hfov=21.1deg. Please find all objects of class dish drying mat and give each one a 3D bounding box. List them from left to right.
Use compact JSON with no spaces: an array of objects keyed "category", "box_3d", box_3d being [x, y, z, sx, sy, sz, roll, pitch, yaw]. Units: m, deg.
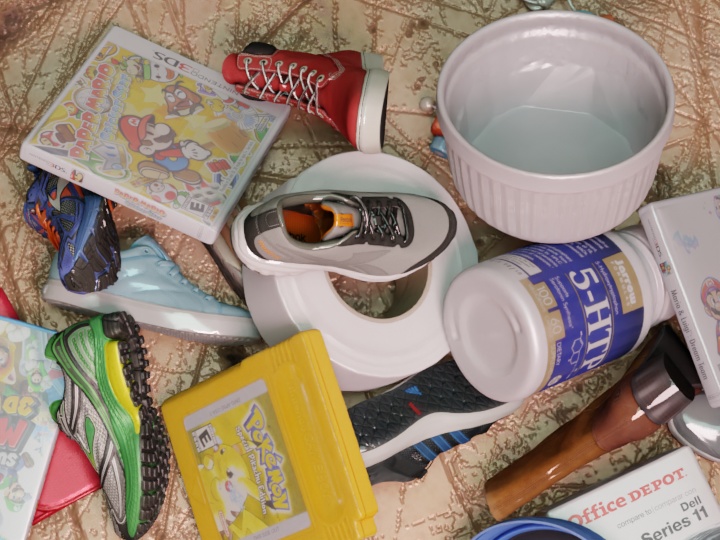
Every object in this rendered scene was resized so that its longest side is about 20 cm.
[{"category":"dish drying mat","box_3d":[-0.303,0.119,1.705,0.077,0.018,0.201,-28,82,-8]}]

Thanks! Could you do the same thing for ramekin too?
[{"category":"ramekin","box_3d":[0.163,-0.116,1.641,0.199,0.105,0.201,-1,50,1]}]

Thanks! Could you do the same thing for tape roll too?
[{"category":"tape roll","box_3d":[0.000,0.000,1.678,0.201,0.071,0.204,6,75,-24]}]

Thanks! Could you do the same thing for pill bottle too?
[{"category":"pill bottle","box_3d":[0.181,0.028,1.664,0.199,0.120,0.120,-20,80,-35]}]

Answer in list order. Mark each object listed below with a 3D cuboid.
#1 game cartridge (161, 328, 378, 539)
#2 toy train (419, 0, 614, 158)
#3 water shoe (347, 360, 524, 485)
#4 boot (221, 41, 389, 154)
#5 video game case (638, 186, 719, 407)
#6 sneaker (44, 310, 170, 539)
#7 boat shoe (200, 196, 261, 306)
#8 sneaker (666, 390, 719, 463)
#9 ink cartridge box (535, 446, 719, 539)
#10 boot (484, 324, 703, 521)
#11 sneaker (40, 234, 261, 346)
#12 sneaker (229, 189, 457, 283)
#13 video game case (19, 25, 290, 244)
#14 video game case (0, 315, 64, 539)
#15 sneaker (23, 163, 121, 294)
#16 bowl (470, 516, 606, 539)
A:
[{"category":"game cartridge","box_3d":[-0.079,0.162,1.631,0.032,0.200,0.177,-10,77,-44]},{"category":"toy train","box_3d":[0.153,-0.175,1.760,0.150,0.056,0.201,31,80,3]},{"category":"water shoe","box_3d":[0.052,0.138,1.697,0.199,0.079,0.072,-16,48,-27]},{"category":"boot","box_3d":[-0.049,-0.153,1.678,0.143,0.200,0.073,7,107,-7]},{"category":"video game case","box_3d":[0.347,0.012,1.700,0.199,0.024,0.183,-13,79,-37]},{"category":"sneaker","box_3d":[-0.218,0.137,1.672,0.085,0.078,0.201,-9,97,14]},{"category":"boat shoe","box_3d":[-0.103,-0.032,1.715,0.072,0.076,0.200,-36,85,-10]},{"category":"sneaker","box_3d":[0.370,0.144,1.677,0.199,0.121,0.084,14,79,2]},{"category":"ink cartridge box","box_3d":[0.257,0.270,1.669,0.146,0.083,0.201,-25,81,-6]},{"category":"boot","box_3d":[0.206,0.139,1.681,0.200,0.188,0.069,-38,95,18]},{"category":"sneaker","box_3d":[-0.177,0.012,1.703,0.199,0.074,0.082,14,83,-1]},{"category":"sneaker","box_3d":[-0.004,-0.032,1.600,0.199,0.079,0.074,-4,77,-28]},{"category":"video game case","box_3d":[-0.175,-0.123,1.694,0.181,0.023,0.200,24,42,2]},{"category":"video game case","box_3d":[-0.336,0.137,1.683,0.142,0.018,0.201,15,81,0]},{"category":"sneaker","box_3d":[-0.252,-0.042,1.672,0.078,0.200,0.076,-12,124,0]},{"category":"bowl","box_3d":[0.160,0.303,1.627,0.200,0.039,0.202,6,101,34]}]
